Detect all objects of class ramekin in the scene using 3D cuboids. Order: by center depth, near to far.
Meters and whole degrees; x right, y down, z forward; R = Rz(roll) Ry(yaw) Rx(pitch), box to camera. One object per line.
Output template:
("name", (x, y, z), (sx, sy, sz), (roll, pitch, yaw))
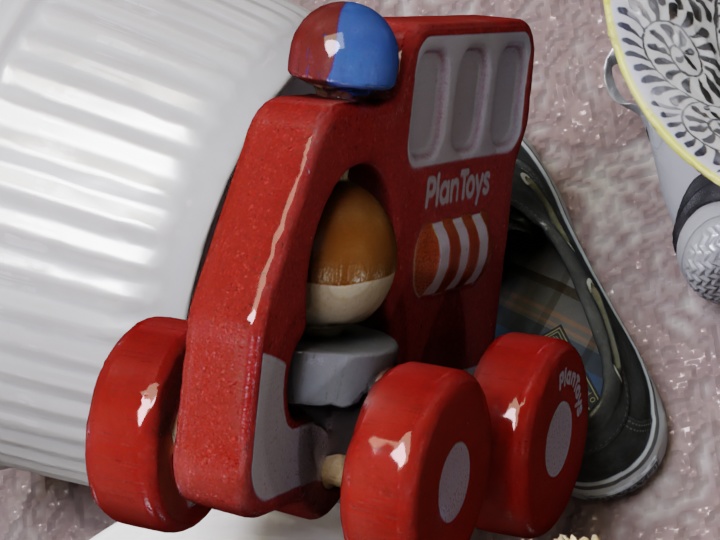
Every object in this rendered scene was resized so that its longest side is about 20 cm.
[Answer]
("ramekin", (-0.074, -0.014, 0.961), (0.105, 0.200, 0.201), (17, 71, 19))

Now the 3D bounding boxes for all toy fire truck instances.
("toy fire truck", (0.000, 0.000, 0.857), (0.112, 0.200, 0.169), (8, 98, 24))

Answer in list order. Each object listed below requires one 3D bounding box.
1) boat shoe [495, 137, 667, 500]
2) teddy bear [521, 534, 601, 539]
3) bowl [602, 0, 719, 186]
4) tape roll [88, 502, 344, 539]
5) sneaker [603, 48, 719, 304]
("boat shoe", (0.049, -0.007, 0.989), (0.069, 0.057, 0.200), (-33, 57, 2))
("teddy bear", (0.075, 0.181, 0.839), (0.067, 0.145, 0.201), (-6, 53, 43))
("bowl", (0.186, -0.091, 0.871), (0.200, 0.094, 0.201), (-10, 65, 24))
("tape roll", (-0.038, 0.178, 0.918), (0.202, 0.071, 0.203), (-9, 60, 16))
("sneaker", (0.183, -0.081, 0.966), (0.200, 0.075, 0.115), (-30, 60, 7))
